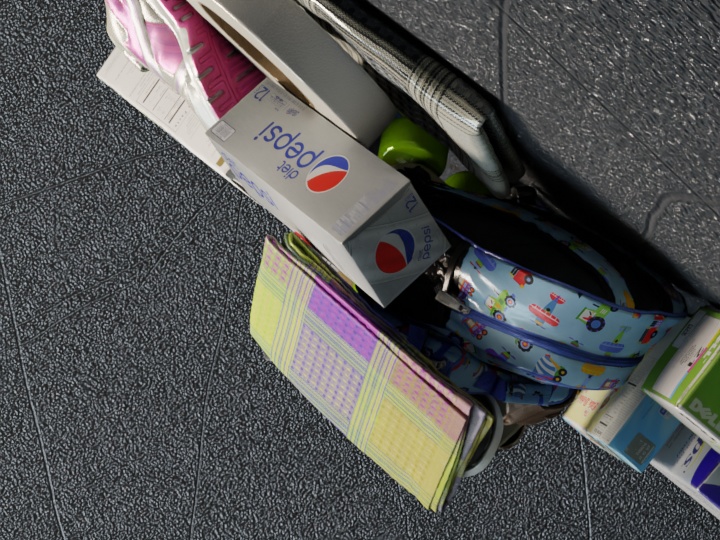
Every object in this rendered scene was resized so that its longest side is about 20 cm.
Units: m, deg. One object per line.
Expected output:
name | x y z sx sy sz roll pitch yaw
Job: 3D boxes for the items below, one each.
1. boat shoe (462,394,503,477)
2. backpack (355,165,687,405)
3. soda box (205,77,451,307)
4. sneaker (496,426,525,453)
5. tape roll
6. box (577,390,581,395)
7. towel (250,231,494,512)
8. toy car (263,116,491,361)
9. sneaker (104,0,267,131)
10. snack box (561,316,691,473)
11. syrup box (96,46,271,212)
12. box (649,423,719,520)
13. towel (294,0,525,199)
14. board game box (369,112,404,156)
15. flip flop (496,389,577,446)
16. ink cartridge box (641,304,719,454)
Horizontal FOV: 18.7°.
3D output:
boat shoe | 0.029 0.091 1.578 0.060 0.074 0.200 28 -177 -35
backpack | 0.117 0.026 1.519 0.199 0.136 0.182 28 -167 36
soda box | -0.025 -0.056 1.482 0.200 0.063 0.068 39 168 49
sneaker | 0.104 0.051 1.808 0.106 0.074 0.202 156 103 -78
tape roll | -0.059 -0.159 1.487 0.203 0.037 0.203 42 178 2
box | 0.156 0.037 1.762 0.041 0.120 0.200 -2 171 7
towel | 0.003 0.072 1.508 0.200 0.023 0.144 41 149 17
toy car | 0.000 0.000 1.726 0.199 0.165 0.158 -17 139 36
sneaker | -0.133 -0.177 1.614 0.088 0.081 0.201 -28 90 50
snack box | 0.218 0.088 1.683 0.037 0.116 0.200 38 179 -5
syrup box | -0.114 -0.129 1.718 0.200 0.082 0.079 37 -179 43
box | 0.319 0.161 1.629 0.184 0.105 0.200 39 180 -9
towel | 0.022 -0.127 1.445 0.192 0.035 0.200 38 180 15
board game box | -0.072 -0.182 1.751 0.200 0.057 0.165 38 178 46
flip flop | 0.140 0.076 1.638 0.081 0.199 0.058 59 177 -26
ink cartridge box | 0.276 0.102 1.395 0.147 0.076 0.200 39 180 -7
